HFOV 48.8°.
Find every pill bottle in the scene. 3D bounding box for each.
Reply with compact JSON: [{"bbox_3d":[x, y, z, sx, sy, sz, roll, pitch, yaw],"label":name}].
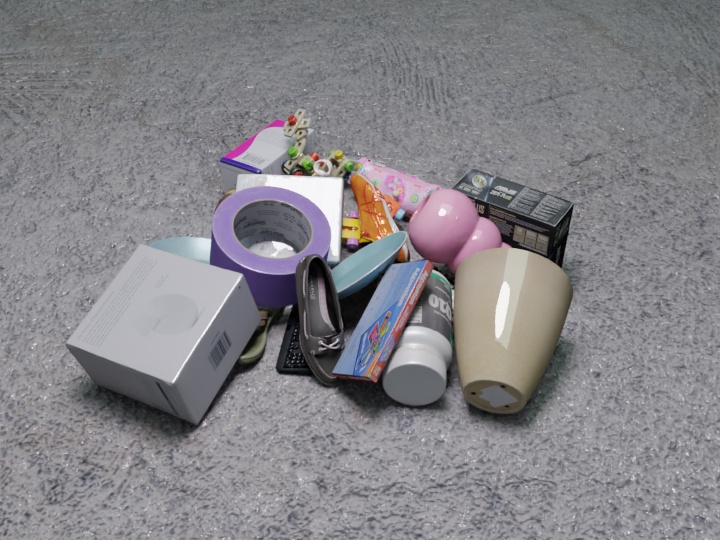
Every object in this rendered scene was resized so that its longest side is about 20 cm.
[{"bbox_3d":[0.087,0.100,1.225,0.111,0.114,0.201,3,43,4],"label":"pill bottle"}]

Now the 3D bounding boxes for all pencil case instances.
[{"bbox_3d":[0.076,-0.159,1.579,0.198,0.088,0.087,26,45,28],"label":"pencil case"}]

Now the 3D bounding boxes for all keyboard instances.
[{"bbox_3d":[-0.074,0.088,1.303,0.102,0.040,0.201,3,39,5],"label":"keyboard"}]

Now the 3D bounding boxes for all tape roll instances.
[{"bbox_3d":[-0.151,-0.042,1.325,0.197,0.086,0.202,7,47,-8],"label":"tape roll"}]

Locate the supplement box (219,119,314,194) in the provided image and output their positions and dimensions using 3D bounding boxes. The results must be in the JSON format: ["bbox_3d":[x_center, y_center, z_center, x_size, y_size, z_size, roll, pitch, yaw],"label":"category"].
[{"bbox_3d":[-0.187,-0.220,1.641,0.100,0.104,0.200,20,44,25],"label":"supplement box"}]

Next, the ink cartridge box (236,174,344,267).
[{"bbox_3d":[-0.131,-0.091,1.450,0.197,0.047,0.163,2,75,2],"label":"ink cartridge box"}]

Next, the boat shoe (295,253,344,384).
[{"bbox_3d":[-0.061,0.074,1.213,0.066,0.057,0.203,-9,83,-19],"label":"boat shoe"}]

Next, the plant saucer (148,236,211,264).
[{"bbox_3d":[-0.282,-0.002,1.393,0.198,0.039,0.202,9,24,-4],"label":"plant saucer"}]

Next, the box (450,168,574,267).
[{"bbox_3d":[0.256,-0.063,1.393,0.198,0.165,0.086,22,43,27],"label":"box"}]

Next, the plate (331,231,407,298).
[{"bbox_3d":[0.000,0.000,1.328,0.199,0.026,0.200,-32,13,8],"label":"plate"}]

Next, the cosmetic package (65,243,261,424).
[{"bbox_3d":[-0.290,0.091,1.194,0.198,0.124,0.201,16,57,21],"label":"cosmetic package"}]

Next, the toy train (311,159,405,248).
[{"bbox_3d":[-0.023,-0.119,1.520,0.198,0.056,0.151,30,67,7],"label":"toy train"}]

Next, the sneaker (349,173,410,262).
[{"bbox_3d":[0.020,-0.090,1.446,0.076,0.073,0.202,-24,69,-5],"label":"sneaker"}]

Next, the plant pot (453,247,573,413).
[{"bbox_3d":[0.217,0.103,1.192,0.185,0.189,0.202,9,53,11],"label":"plant pot"}]

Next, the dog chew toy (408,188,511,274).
[{"bbox_3d":[0.178,-0.045,1.324,0.199,0.125,0.125,35,40,-7],"label":"dog chew toy"}]

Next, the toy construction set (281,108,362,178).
[{"bbox_3d":[-0.087,-0.223,1.594,0.131,0.200,0.092,-47,35,0],"label":"toy construction set"}]

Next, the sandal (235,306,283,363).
[{"bbox_3d":[-0.181,0.077,1.302,0.079,0.058,0.202,8,39,11],"label":"sandal"}]

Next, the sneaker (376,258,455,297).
[{"bbox_3d":[0.124,0.028,1.340,0.197,0.089,0.076,8,37,8],"label":"sneaker"}]

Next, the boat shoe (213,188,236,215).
[{"bbox_3d":[-0.195,-0.100,1.521,0.198,0.073,0.068,16,46,27],"label":"boat shoe"}]

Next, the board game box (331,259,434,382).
[{"bbox_3d":[0.034,0.074,1.190,0.102,0.019,0.202,-8,49,58],"label":"board game box"}]
